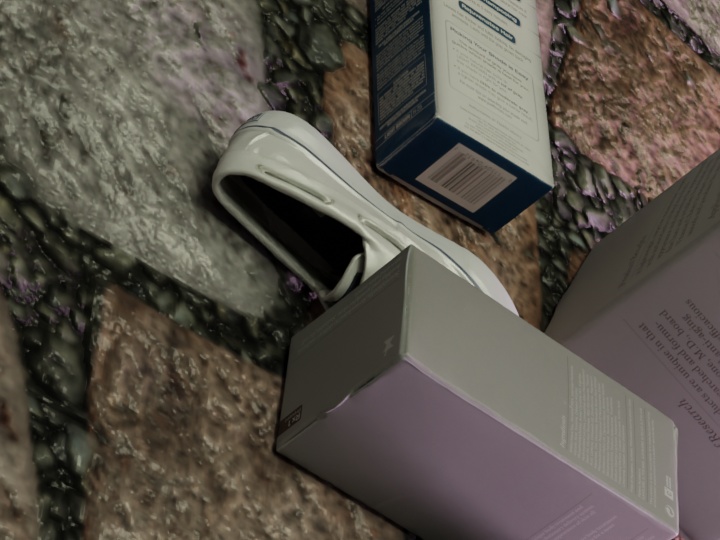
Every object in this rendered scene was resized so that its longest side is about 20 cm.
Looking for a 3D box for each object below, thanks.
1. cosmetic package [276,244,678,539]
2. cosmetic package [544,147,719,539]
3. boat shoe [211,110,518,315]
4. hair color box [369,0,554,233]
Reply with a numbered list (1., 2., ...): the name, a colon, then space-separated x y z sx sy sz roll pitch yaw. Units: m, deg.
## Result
1. cosmetic package: 0.063 0.087 1.105 0.200 0.107 0.091 37 38 -24
2. cosmetic package: 0.241 0.027 1.275 0.165 0.200 0.165 46 35 -6
3. boat shoe: 0.000 0.000 1.148 0.199 0.074 0.065 37 41 -4
4. hair color box: 0.061 -0.131 1.330 0.100 0.060 0.201 29 42 -30
